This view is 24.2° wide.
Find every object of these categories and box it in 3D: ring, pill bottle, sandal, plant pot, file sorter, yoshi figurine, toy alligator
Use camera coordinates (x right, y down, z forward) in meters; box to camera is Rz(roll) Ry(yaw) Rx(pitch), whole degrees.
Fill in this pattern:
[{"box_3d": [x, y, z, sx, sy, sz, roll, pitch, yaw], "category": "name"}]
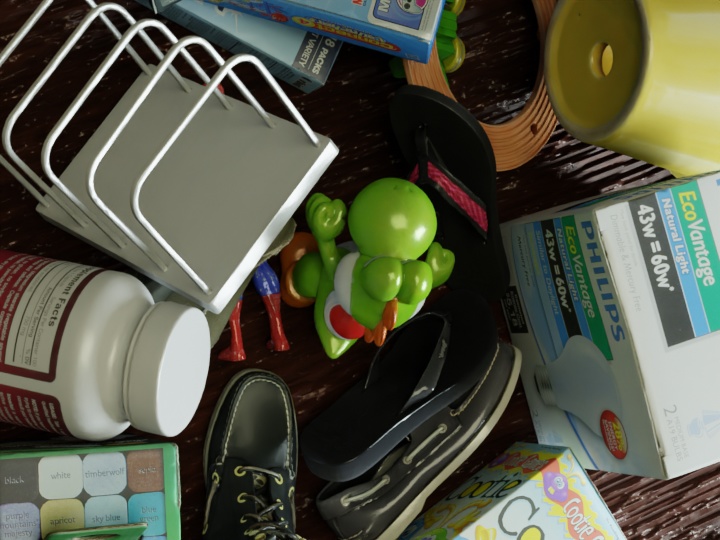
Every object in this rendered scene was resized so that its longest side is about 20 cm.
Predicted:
[{"box_3d": [0.094, -0.177, 1.283, 0.199, 0.019, 0.203, 0, 90, -46], "category": "ring"}, {"box_3d": [-0.206, 0.050, 1.116, 0.198, 0.113, 0.114, 11, 83, 17], "category": "pill bottle"}, {"box_3d": [0.034, 0.077, 1.237, 0.200, 0.076, 0.043, -44, 136, -33], "category": "sandal"}, {"box_3d": [0.248, -0.155, 1.261, 0.187, 0.200, 0.203, 0, 87, -30], "category": "plant pot"}, {"box_3d": [-0.146, -0.090, 1.125, 0.139, 0.199, 0.125, -54, 140, -13], "category": "file sorter"}, {"box_3d": [0.008, -0.013, 1.190, 0.112, 0.200, 0.113, -30, 96, -17], "category": "yoshi figurine"}, {"box_3d": [0.044, -0.218, 1.291, 0.059, 0.054, 0.203, 4, 86, -56], "category": "toy alligator"}, {"box_3d": [0.066, -0.047, 1.239, 0.045, 0.074, 0.201, -51, 136, -37], "category": "sandal"}]

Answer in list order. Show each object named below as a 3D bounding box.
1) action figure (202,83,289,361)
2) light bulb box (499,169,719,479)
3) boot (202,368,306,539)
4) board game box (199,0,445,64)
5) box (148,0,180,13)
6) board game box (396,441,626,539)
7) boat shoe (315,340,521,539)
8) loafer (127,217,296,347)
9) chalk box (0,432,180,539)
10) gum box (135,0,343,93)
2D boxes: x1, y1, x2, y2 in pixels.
[{"box_3d": [-0.095, -0.038, 1.235, 0.065, 0.052, 0.203, -10, 97, -23], "category": "action figure"}, {"box_3d": [0.206, 0.040, 1.253, 0.124, 0.200, 0.201, -16, 92, -19], "category": "light bulb box"}, {"box_3d": [-0.065, 0.172, 1.179, 0.073, 0.154, 0.206, 10, 84, -17], "category": "boot"}, {"box_3d": [-0.018, -0.271, 1.193, 0.194, 0.056, 0.202, 16, 80, 3], "category": "board game box"}, {"box_3d": [-0.087, -0.292, 1.144, 0.198, 0.046, 0.160, -27, 81, -5], "category": "box"}, {"box_3d": [0.087, 0.228, 1.253, 0.199, 0.105, 0.104, -34, 97, -18], "category": "board game box"}, {"box_3d": [0.044, 0.122, 1.262, 0.063, 0.073, 0.200, 43, 80, -15], "category": "boat shoe"}, {"box_3d": [-0.117, 0.013, 1.189, 0.199, 0.076, 0.070, -35, 117, 20], "category": "loafer"}, {"box_3d": [-0.188, 0.176, 1.113, 0.123, 0.200, 0.126, -2, 88, -18], "category": "chalk box"}, {"box_3d": [-0.085, -0.255, 1.253, 0.199, 0.044, 0.171, 27, 79, -16], "category": "gum box"}]
